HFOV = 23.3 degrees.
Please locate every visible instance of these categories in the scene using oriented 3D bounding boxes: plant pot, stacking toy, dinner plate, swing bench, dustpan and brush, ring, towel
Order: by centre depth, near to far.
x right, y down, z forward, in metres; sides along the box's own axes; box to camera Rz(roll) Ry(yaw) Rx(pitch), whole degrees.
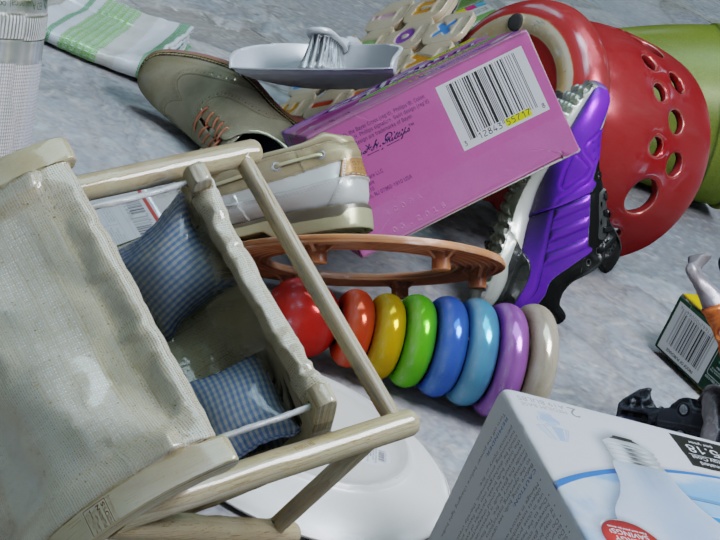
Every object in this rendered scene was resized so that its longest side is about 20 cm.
[{"bbox_3d":[-0.112,0.043,0.900,0.199,0.130,0.199,-2,54,-50],"label":"swing bench"},{"bbox_3d":[-0.034,0.101,1.064,0.199,0.024,0.200,21,22,-9],"label":"dinner plate"},{"bbox_3d":[0.030,0.047,1.186,0.199,0.086,0.085,12,24,-14],"label":"stacking toy"},{"bbox_3d":[0.000,0.000,1.200,0.199,0.019,0.200,1,-9,0],"label":"ring"},{"bbox_3d":[-0.023,-0.183,1.479,0.139,0.058,0.200,1,-2,10],"label":"dustpan and brush"},{"bbox_3d":[0.176,-0.124,1.514,0.182,0.201,0.200,17,19,-48],"label":"plant pot"},{"bbox_3d":[-0.260,-0.235,1.607,0.199,0.031,0.149,23,21,0],"label":"towel"},{"bbox_3d":[0.304,-0.178,1.859,0.192,0.201,0.201,8,23,-5],"label":"plant pot"}]

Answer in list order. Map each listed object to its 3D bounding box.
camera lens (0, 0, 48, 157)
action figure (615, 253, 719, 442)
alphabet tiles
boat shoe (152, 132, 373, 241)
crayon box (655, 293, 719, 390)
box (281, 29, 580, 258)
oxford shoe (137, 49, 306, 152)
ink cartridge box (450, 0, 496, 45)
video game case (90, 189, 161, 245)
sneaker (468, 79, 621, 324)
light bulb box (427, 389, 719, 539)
[{"bbox_3d":[-0.275,-0.115,1.057,0.159,0.201,0.160,10,11,-2],"label":"camera lens"},{"bbox_3d":[0.251,0.085,1.200,0.199,0.195,0.104,-1,1,30],"label":"action figure"},{"bbox_3d":[0.010,-0.173,1.540,0.195,0.200,0.015,-5,-47,45],"label":"alphabet tiles"},{"bbox_3d":[-0.091,-0.049,1.188,0.199,0.069,0.075,-6,-6,7],"label":"boat shoe"},{"bbox_3d":[0.367,0.100,1.419,0.172,0.059,0.200,8,26,-36],"label":"crayon box"},{"bbox_3d":[0.046,-0.097,1.304,0.097,0.175,0.200,64,-4,-8],"label":"box"},{"bbox_3d":[-0.109,-0.123,1.444,0.199,0.071,0.074,29,25,14],"label":"oxford shoe"},{"bbox_3d":[0.097,-0.191,1.625,0.059,0.201,0.104,35,23,9],"label":"ink cartridge box"},{"bbox_3d":[-0.171,0.022,1.012,0.199,0.017,0.143,-15,65,-46],"label":"video game case"},{"bbox_3d":[0.167,-0.048,1.384,0.099,0.201,0.070,23,8,-9],"label":"sneaker"},{"bbox_3d":[0.162,0.184,0.928,0.197,0.125,0.200,15,22,-21],"label":"light bulb box"}]
